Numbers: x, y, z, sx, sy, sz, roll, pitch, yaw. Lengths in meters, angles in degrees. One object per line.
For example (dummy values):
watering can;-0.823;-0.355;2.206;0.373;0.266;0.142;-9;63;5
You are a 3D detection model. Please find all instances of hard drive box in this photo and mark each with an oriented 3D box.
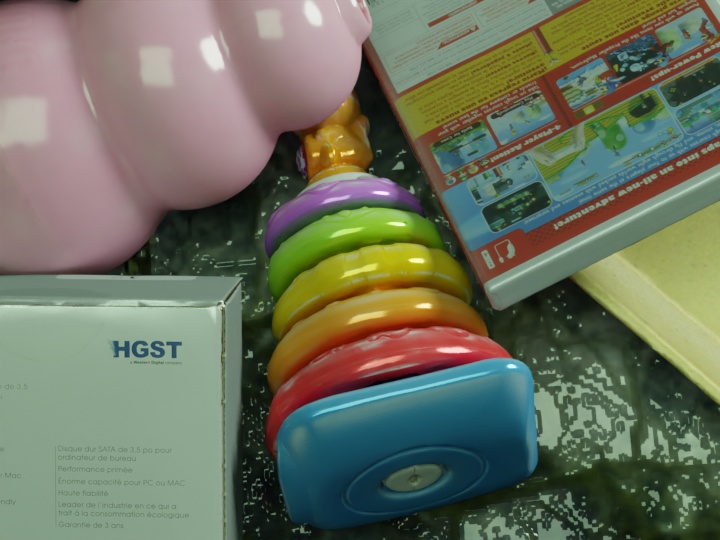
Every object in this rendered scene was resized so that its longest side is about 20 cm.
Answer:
hard drive box;-0.126;0.104;1.082;0.156;0.077;0.200;1;97;3

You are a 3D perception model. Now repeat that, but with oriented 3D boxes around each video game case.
video game case;0.084;-0.087;1.133;0.143;0.017;0.200;-27;49;2

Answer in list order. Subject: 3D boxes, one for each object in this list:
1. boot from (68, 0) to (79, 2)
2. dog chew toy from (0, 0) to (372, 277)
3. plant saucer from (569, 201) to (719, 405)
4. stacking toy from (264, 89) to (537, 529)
boot;-0.108;-0.199;1.205;0.138;0.077;0.200;9;89;3
dog chew toy;-0.090;-0.073;1.126;0.200;0.125;0.125;-23;74;11
plant saucer;0.196;-0.029;1.140;0.200;0.048;0.200;41;81;14
stacking toy;0.000;0.000;1.131;0.110;0.116;0.200;-13;63;-2
